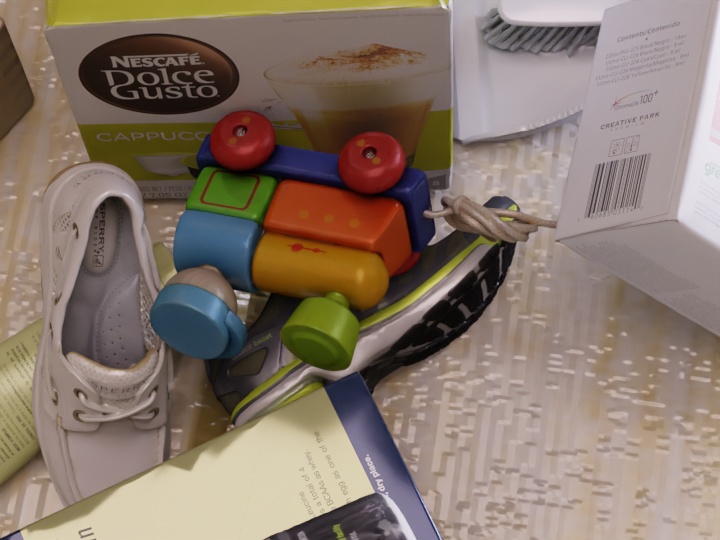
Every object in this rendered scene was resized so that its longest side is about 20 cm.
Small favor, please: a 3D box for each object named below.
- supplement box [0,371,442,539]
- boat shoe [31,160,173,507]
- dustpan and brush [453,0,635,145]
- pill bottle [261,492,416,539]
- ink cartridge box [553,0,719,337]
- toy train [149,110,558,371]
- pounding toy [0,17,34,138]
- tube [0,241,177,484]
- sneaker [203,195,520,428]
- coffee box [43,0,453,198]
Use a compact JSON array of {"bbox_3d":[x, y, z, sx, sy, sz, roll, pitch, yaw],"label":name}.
[{"bbox_3d":[-0.047,0.193,0.998,0.199,0.134,0.201,-25,71,-8],"label":"supplement box"},{"bbox_3d":[-0.130,0.049,1.044,0.070,0.069,0.201,-8,104,-16],"label":"boat shoe"},{"bbox_3d":[0.146,-0.147,1.155,0.199,0.057,0.140,-3,70,0],"label":"dustpan and brush"},{"bbox_3d":[-0.060,0.179,0.875,0.199,0.106,0.107,-21,71,-7],"label":"pill bottle"},{"bbox_3d":[0.211,-0.060,1.054,0.199,0.084,0.177,28,67,-34],"label":"ink cartridge box"},{"bbox_3d":[0.000,0.000,1.018,0.199,0.085,0.116,11,56,18],"label":"toy train"},{"bbox_3d":[-0.291,-0.134,1.118,0.184,0.142,0.200,37,75,13],"label":"pounding toy"},{"bbox_3d":[-0.174,0.060,1.097,0.200,0.052,0.058,-36,52,-9],"label":"tube"},{"bbox_3d":[0.000,0.015,1.097,0.200,0.074,0.081,-35,70,-12],"label":"sneaker"},{"bbox_3d":[-0.054,-0.170,1.090,0.198,0.198,0.201,-2,67,1],"label":"coffee box"}]
